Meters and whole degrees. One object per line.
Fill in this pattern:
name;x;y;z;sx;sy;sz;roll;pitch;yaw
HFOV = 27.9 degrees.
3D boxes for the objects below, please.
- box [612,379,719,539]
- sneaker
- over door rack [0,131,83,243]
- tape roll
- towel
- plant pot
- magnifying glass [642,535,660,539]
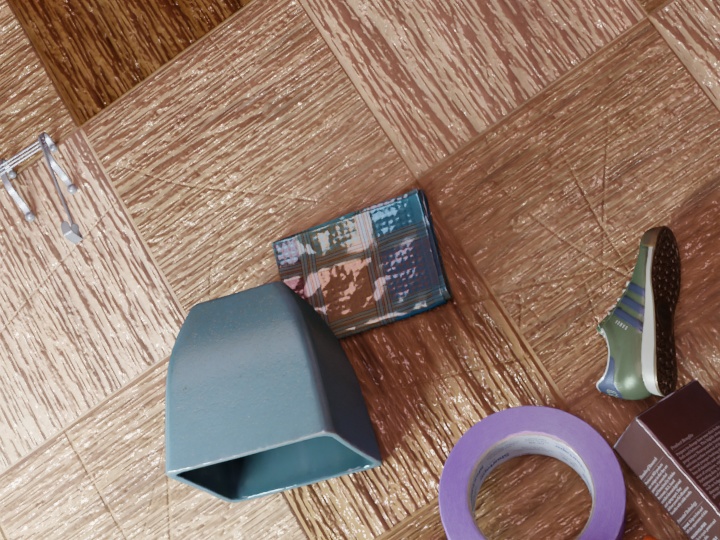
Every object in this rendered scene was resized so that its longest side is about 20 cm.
box;0.369;0.224;1.504;0.100;0.075;0.200;-24;66;-32
sneaker;0.298;0.049;1.593;0.089;0.067;0.202;-14;57;37
over door rack;-0.429;-0.065;1.833;0.147;0.067;0.201;-31;49;7
tape roll;0.185;0.250;1.555;0.198;0.066;0.202;-4;64;9
towel;0.000;0.000;1.721;0.198;0.022;0.148;-19;71;12
plant pot;-0.106;0.129;1.632;0.194;0.196;0.202;-15;69;13
magnifying glass;0.365;0.307;1.460;0.199;0.022;0.080;12;121;50
